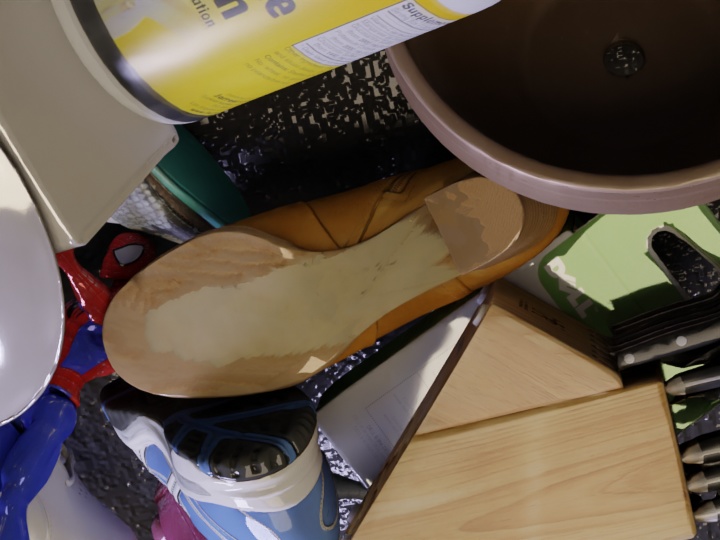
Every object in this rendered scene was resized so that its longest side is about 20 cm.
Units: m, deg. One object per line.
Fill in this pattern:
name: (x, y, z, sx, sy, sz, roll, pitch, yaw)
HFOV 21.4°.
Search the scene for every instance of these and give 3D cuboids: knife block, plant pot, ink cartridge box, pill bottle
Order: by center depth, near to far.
pill bottle: (-0.008, -0.133, 0.681, 0.199, 0.112, 0.112, -19, 123, 27)
ink cartridge box: (-0.195, -0.068, 0.742, 0.199, 0.084, 0.146, -13, 118, 36)
plant pot: (0.108, -0.105, 0.768, 0.200, 0.202, 0.093, -12, 157, 3)
knife block: (0.106, 0.090, 0.807, 0.175, 0.064, 0.200, 31, 102, 0)
ink cartridge box: (0.088, 0.045, 0.864, 0.200, 0.059, 0.104, -37, 93, 12)

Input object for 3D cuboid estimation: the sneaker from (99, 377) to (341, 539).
sneaker: (-0.061, 0.082, 0.838, 0.075, 0.200, 0.077, -24, 109, -10)

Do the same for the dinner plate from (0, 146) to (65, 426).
dinner plate: (-0.201, -0.012, 0.715, 0.199, 0.024, 0.201, 15, 131, 18)

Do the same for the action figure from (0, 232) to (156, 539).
action figure: (-0.153, 0.052, 0.802, 0.065, 0.200, 0.099, 4, 145, 44)

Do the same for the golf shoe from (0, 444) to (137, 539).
golf shoe: (-0.168, 0.071, 0.866, 0.200, 0.075, 0.092, 40, 94, -24)

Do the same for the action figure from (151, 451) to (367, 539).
action figure: (-0.060, 0.150, 0.894, 0.134, 0.200, 0.149, -43, 154, 28)

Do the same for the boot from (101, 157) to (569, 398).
boot: (0.000, -0.001, 0.830, 0.201, 0.144, 0.071, -20, 90, 16)

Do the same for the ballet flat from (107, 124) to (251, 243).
ballet flat: (-0.130, -0.071, 0.816, 0.072, 0.072, 0.200, -34, 113, 16)
